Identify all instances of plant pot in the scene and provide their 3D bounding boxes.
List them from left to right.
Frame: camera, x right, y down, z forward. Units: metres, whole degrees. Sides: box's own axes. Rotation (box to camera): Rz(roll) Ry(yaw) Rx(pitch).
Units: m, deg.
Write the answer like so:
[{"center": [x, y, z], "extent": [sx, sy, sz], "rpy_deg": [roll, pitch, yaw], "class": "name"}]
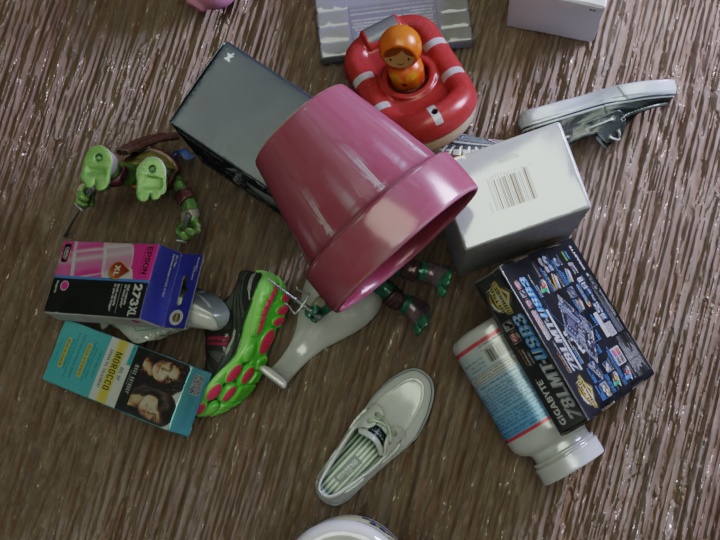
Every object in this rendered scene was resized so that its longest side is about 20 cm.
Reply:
[{"center": [-0.007, -0.087, 1.252], "extent": [0.200, 0.200, 0.179], "rpy_deg": [-40, 85, -4], "class": "plant pot"}]

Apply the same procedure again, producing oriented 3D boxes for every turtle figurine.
[{"center": [-0.270, -0.075, 1.442], "extent": [0.200, 0.194, 0.144], "rpy_deg": [-45, 84, -1], "class": "turtle figurine"}, {"center": [0.000, 0.000, 1.417], "extent": [0.199, 0.150, 0.101], "rpy_deg": [20, 53, -9], "class": "turtle figurine"}]

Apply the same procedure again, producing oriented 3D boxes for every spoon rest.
[{"center": [-0.051, 0.063, 1.484], "extent": [0.099, 0.061, 0.200], "rpy_deg": [38, 71, 6], "class": "spoon rest"}]

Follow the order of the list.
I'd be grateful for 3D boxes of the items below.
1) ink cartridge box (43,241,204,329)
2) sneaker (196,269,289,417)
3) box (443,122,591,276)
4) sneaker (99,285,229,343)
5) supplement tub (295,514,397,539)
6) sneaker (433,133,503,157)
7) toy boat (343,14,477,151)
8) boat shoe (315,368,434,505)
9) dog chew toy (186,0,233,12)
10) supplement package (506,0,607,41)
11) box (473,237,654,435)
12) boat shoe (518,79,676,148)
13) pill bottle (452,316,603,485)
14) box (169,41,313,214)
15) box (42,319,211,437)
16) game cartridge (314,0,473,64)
[{"center": [-0.285, 0.016, 1.433], "extent": [0.199, 0.037, 0.095], "rpy_deg": [3, 71, 27], "class": "ink cartridge box"}, {"center": [-0.159, 0.091, 1.480], "extent": [0.084, 0.077, 0.201], "rpy_deg": [27, 87, 38], "class": "sneaker"}, {"center": [0.172, -0.079, 1.415], "extent": [0.151, 0.200, 0.107], "rpy_deg": [-19, 81, -1], "class": "box"}, {"center": [-0.242, 0.054, 1.467], "extent": [0.199, 0.070, 0.081], "rpy_deg": [13, 95, 33], "class": "sneaker"}, {"center": [-0.016, 0.353, 1.356], "extent": [0.144, 0.200, 0.146], "rpy_deg": [0, 81, 3], "class": "supplement tub"}, {"center": [0.100, -0.166, 1.494], "extent": [0.199, 0.081, 0.075], "rpy_deg": [10, 80, 5], "class": "sneaker"}, {"center": [0.055, -0.240, 1.428], "extent": [0.130, 0.131, 0.201], "rpy_deg": [-27, 59, -1], "class": "toy boat"}, {"center": [0.021, 0.204, 1.445], "extent": [0.073, 0.067, 0.200], "rpy_deg": [35, 84, 7], "class": "boat shoe"}, {"center": [-0.163, -0.424, 1.531], "extent": [0.124, 0.125, 0.201], "rpy_deg": [30, 92, 7], "class": "dog chew toy"}, {"center": [0.262, -0.411, 1.503], "extent": [0.119, 0.121, 0.201], "rpy_deg": [12, 81, 5], "class": "supplement package"}, {"center": [0.241, 0.071, 1.398], "extent": [0.050, 0.198, 0.201], "rpy_deg": [-37, 80, 36], "class": "box"}, {"center": [0.301, -0.188, 1.500], "extent": [0.199, 0.072, 0.071], "rpy_deg": [-15, 89, 11], "class": "boat shoe"}, {"center": [0.202, 0.148, 1.424], "extent": [0.108, 0.109, 0.201], "rpy_deg": [-30, 81, -2], "class": "pill bottle"}, {"center": [-0.100, -0.149, 1.442], "extent": [0.199, 0.197, 0.124], "rpy_deg": [34, 84, 8], "class": "box"}, {"center": [-0.284, 0.129, 1.449], "extent": [0.199, 0.049, 0.083], "rpy_deg": [17, 82, 26], "class": "box"}, {"center": [0.041, -0.337, 1.548], "extent": [0.199, 0.038, 0.131], "rpy_deg": [-6, 85, 2], "class": "game cartridge"}]
